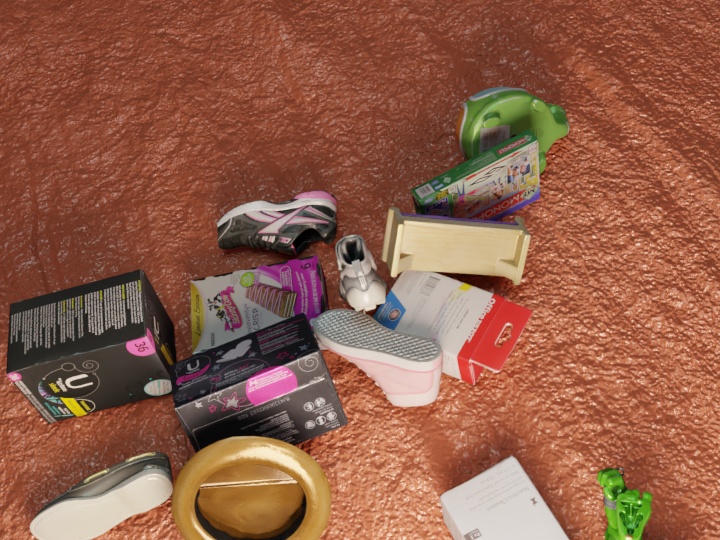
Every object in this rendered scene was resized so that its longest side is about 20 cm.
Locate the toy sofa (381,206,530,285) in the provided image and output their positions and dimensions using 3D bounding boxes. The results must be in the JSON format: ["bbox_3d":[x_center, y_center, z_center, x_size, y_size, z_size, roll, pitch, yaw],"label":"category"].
[{"bbox_3d":[0.134,-0.041,1.406,0.199,0.083,0.098,4,26,-8],"label":"toy sofa"}]

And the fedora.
[{"bbox_3d":[-0.137,0.282,1.253,0.200,0.201,0.082,-17,17,-1],"label":"fedora"}]

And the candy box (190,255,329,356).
[{"bbox_3d":[-0.147,0.064,1.453,0.199,0.061,0.137,-12,53,3],"label":"candy box"}]

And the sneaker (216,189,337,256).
[{"bbox_3d":[-0.129,-0.061,1.534,0.199,0.080,0.087,-16,63,7],"label":"sneaker"}]

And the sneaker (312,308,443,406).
[{"bbox_3d":[0.023,0.127,1.346,0.200,0.105,0.075,17,43,29],"label":"sneaker"}]

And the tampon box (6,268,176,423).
[{"bbox_3d":[-0.380,0.111,1.411,0.199,0.150,0.127,-15,52,1],"label":"tampon box"}]

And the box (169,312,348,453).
[{"bbox_3d":[-0.137,0.166,1.318,0.199,0.132,0.115,-21,29,-3],"label":"box"}]

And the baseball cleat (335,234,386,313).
[{"bbox_3d":[0.000,0.000,1.381,0.070,0.200,0.107,-16,95,-7],"label":"baseball cleat"}]

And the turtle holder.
[{"bbox_3d":[0.235,-0.233,1.544,0.185,0.141,0.132,-35,34,-1],"label":"turtle holder"}]

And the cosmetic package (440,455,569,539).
[{"bbox_3d":[0.189,0.339,1.169,0.113,0.081,0.200,-27,53,-11],"label":"cosmetic package"}]

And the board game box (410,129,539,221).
[{"bbox_3d":[0.176,-0.115,1.470,0.200,0.135,0.029,-28,53,-8],"label":"board game box"}]

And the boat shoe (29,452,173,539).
[{"bbox_3d":[-0.344,0.303,1.317,0.201,0.072,0.060,-23,31,4],"label":"boat shoe"}]

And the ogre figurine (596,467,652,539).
[{"bbox_3d":[0.326,0.332,1.121,0.098,0.120,0.200,-36,57,-20],"label":"ogre figurine"}]

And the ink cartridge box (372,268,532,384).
[{"bbox_3d":[0.130,0.080,1.379,0.200,0.067,0.116,21,61,25],"label":"ink cartridge box"}]
